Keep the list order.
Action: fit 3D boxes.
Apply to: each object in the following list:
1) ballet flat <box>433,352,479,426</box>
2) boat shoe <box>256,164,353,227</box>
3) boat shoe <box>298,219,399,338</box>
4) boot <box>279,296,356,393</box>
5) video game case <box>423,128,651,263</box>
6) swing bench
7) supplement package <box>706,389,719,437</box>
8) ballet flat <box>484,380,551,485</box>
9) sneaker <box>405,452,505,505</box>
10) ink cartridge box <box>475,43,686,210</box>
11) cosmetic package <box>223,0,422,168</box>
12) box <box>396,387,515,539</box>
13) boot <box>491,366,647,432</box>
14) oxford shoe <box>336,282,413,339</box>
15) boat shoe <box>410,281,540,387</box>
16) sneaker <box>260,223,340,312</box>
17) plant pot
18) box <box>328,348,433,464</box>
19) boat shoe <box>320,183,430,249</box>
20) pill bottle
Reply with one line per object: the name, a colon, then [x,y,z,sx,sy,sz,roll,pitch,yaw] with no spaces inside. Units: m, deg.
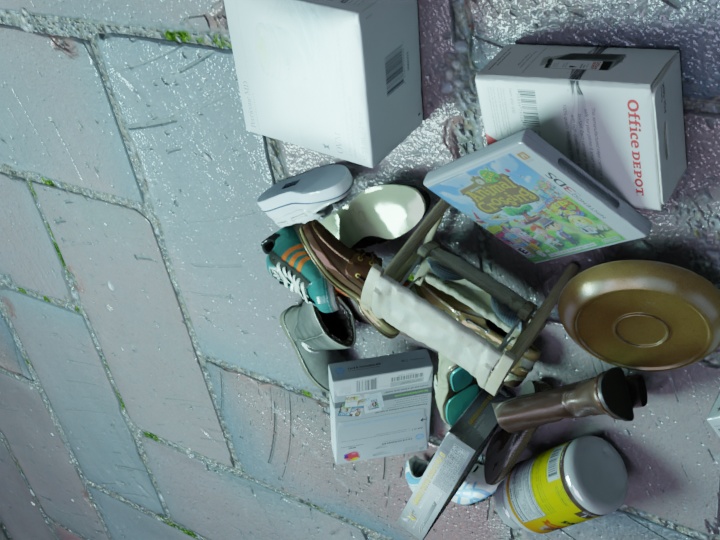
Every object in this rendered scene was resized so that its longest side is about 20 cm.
ballet flat: [0.137,0.157,1.452,0.069,0.070,0.201,28,151,19]
boat shoe: [-0.068,-0.100,1.408,0.199,0.074,0.066,-3,128,55]
boat shoe: [0.000,0.000,1.343,0.067,0.072,0.200,-41,101,17]
boot: [-0.044,0.112,1.535,0.182,0.073,0.200,51,154,-9]
video game case: [0.190,-0.075,1.104,0.181,0.022,0.200,33,159,-19]
swing bench: [0.128,0.037,1.241,0.198,0.200,0.130,34,141,13]
supplement package: [0.497,0.152,1.022,0.200,0.191,0.147,51,141,-10]
ballet flat: [0.228,0.236,1.430,0.046,0.068,0.201,10,124,-16]
sneaker: [0.150,0.329,1.594,0.199,0.072,0.073,-10,110,43]
ink cartridge box: [0.237,-0.157,1.062,0.199,0.083,0.148,12,133,35]
cosmetic package: [-0.043,-0.257,1.194,0.199,0.123,0.200,20,136,29]
box: [0.138,0.274,1.443,0.048,0.158,0.201,33,125,14]
boot: [0.245,0.171,1.255,0.199,0.186,0.065,-13,75,27]
oxford shoe: [0.030,0.051,1.458,0.199,0.071,0.073,33,151,28]
boat shoe: [0.160,0.067,1.361,0.200,0.072,0.076,38,116,9]
sneaker: [-0.087,0.004,1.421,0.200,0.079,0.072,-121,12,-53]
plant pot: [0.330,0.062,1.168,0.198,0.028,0.201,12,142,9]
box: [0.031,0.214,1.543,0.155,0.041,0.201,-8,132,-8]
boat shoe: [0.023,-0.074,1.350,0.201,0.063,0.074,-22,92,46]
pill bottle: [0.280,0.313,1.428,0.109,0.109,0.200,47,142,-3]
